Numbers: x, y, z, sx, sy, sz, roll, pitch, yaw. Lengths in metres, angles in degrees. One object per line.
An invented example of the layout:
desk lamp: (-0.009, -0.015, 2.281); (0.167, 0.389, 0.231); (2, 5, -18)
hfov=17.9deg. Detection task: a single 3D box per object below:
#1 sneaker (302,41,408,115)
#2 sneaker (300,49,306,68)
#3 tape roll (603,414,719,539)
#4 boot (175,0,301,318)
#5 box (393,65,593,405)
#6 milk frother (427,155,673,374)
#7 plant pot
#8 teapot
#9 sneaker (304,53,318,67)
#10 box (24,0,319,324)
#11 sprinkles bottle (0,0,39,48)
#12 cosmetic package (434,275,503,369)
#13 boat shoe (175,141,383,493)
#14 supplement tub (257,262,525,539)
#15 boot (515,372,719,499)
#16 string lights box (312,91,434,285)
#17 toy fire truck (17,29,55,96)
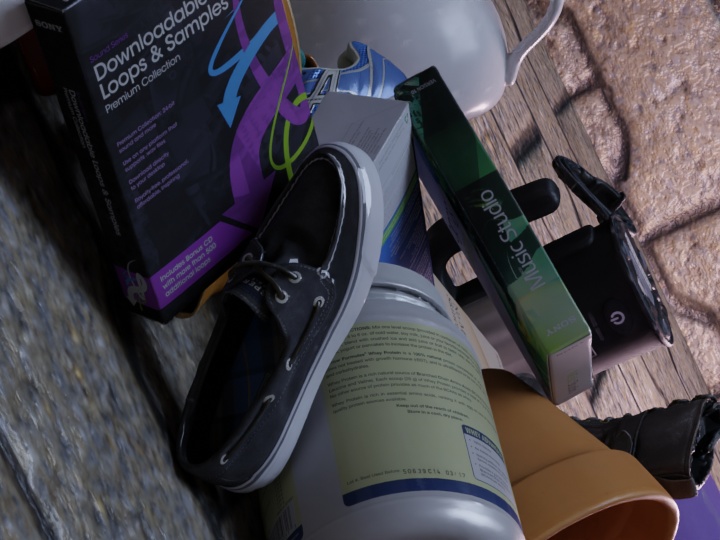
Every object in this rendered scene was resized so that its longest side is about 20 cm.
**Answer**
sneaker: (-0.039, -0.082, 1.500); (0.077, 0.076, 0.200); (49, 51, 7)
sneaker: (-0.067, -0.117, 1.561); (0.201, 0.079, 0.077); (70, 14, 15)
tape roll: (0.165, 0.195, 1.636); (0.085, 0.199, 0.200); (59, 15, -17)
boot: (-0.083, -0.082, 1.337); (0.144, 0.070, 0.203); (-55, 148, -72)
box: (0.086, -0.019, 1.457); (0.201, 0.036, 0.144); (59, -3, 17)
milk frother: (0.146, 0.013, 1.904); (0.182, 0.187, 0.200); (66, 13, 0)
plant pot: (0.083, 0.160, 1.457); (0.140, 0.200, 0.200); (52, 6, 29)
teapot: (0.023, -0.193, 1.743); (0.197, 0.199, 0.147); (20, -60, 53)
sneaker: (-0.021, -0.070, 1.593); (0.201, 0.072, 0.085); (59, -31, 34)
box: (-0.092, -0.092, 1.211); (0.143, 0.036, 0.201); (-42, 133, -32)
sprinkles bottle: (-0.227, -0.203, 1.136); (0.201, 0.068, 0.068); (60, 14, -18)
cosmetic package: (0.042, 0.064, 1.675); (0.200, 0.073, 0.104); (48, 22, -48)
boat shoe: (-0.050, 0.023, 1.234); (0.070, 0.201, 0.066); (27, 7, 33)
supplement tub: (0.010, 0.109, 1.317); (0.145, 0.144, 0.201); (50, 20, -45)
boot: (0.174, 0.121, 1.602); (0.200, 0.173, 0.070); (-70, 139, -59)
string lights box: (0.000, 0.000, 1.440); (0.103, 0.058, 0.201); (-60, 151, -42)
toy fire truck: (-0.150, -0.167, 1.313); (0.168, 0.111, 0.201); (90, -21, -78)
